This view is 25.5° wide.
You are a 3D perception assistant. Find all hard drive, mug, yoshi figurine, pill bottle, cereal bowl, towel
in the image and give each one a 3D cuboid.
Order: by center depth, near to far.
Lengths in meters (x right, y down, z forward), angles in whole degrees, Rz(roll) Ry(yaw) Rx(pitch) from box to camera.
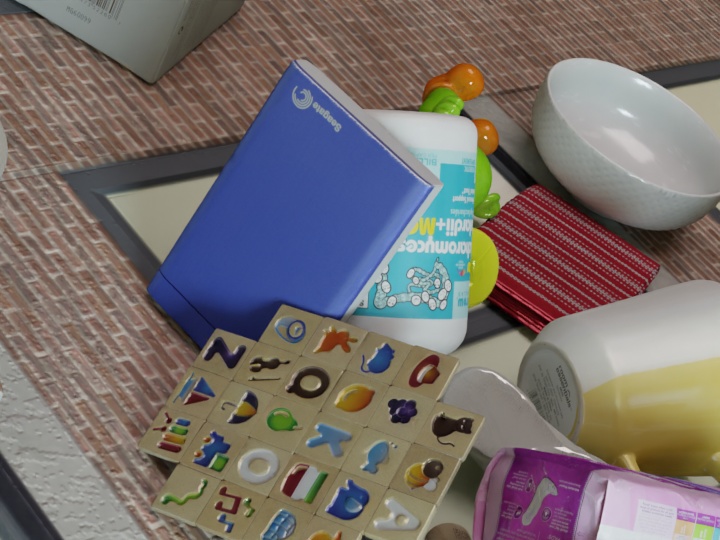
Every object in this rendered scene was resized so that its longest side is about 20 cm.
[{"bbox_3d":[-0.049,-0.021,1.067,0.132,0.200,0.025,43,24,19],"label":"hard drive"},{"bbox_3d":[0.022,-0.009,1.109,0.110,0.201,0.111,3,3,0],"label":"pill bottle"},{"bbox_3d":[0.209,0.093,1.162,0.153,0.150,0.186,-4,22,-28],"label":"mug"},{"bbox_3d":[0.080,-0.096,1.335,0.112,0.112,0.200,29,37,0],"label":"yoshi figurine"},{"bbox_3d":[0.167,-0.002,1.361,0.144,0.023,0.200,36,33,12],"label":"towel"},{"bbox_3d":[0.245,-0.106,1.494,0.199,0.083,0.200,19,35,-14],"label":"cereal bowl"}]

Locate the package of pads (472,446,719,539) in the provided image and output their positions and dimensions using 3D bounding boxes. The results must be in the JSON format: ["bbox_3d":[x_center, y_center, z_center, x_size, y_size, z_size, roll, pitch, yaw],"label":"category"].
[{"bbox_3d":[0.181,0.165,0.990,0.199,0.076,0.120,16,-5,-31],"label":"package of pads"}]

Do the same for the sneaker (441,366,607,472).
[{"bbox_3d":[0.131,0.149,1.112,0.200,0.075,0.089,50,-7,5],"label":"sneaker"}]

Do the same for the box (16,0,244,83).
[{"bbox_3d":[-0.183,-0.275,1.374,0.152,0.107,0.200,32,35,3],"label":"box"}]

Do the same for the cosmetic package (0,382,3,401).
[{"bbox_3d":[-0.284,0.028,0.922,0.087,0.104,0.200,3,44,-36],"label":"cosmetic package"}]

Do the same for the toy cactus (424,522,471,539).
[{"bbox_3d":[0.061,0.210,0.968,0.199,0.103,0.165,12,28,-11],"label":"toy cactus"}]

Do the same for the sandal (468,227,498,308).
[{"bbox_3d":[0.000,0.000,1.205,0.199,0.080,0.087,3,5,-23],"label":"sandal"}]

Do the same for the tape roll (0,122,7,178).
[{"bbox_3d":[-0.342,-0.093,1.090,0.202,0.037,0.203,19,36,-14],"label":"tape roll"}]

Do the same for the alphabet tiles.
[{"bbox_3d":[-0.032,0.101,0.987,0.199,0.006,0.167,16,57,25],"label":"alphabet tiles"}]
